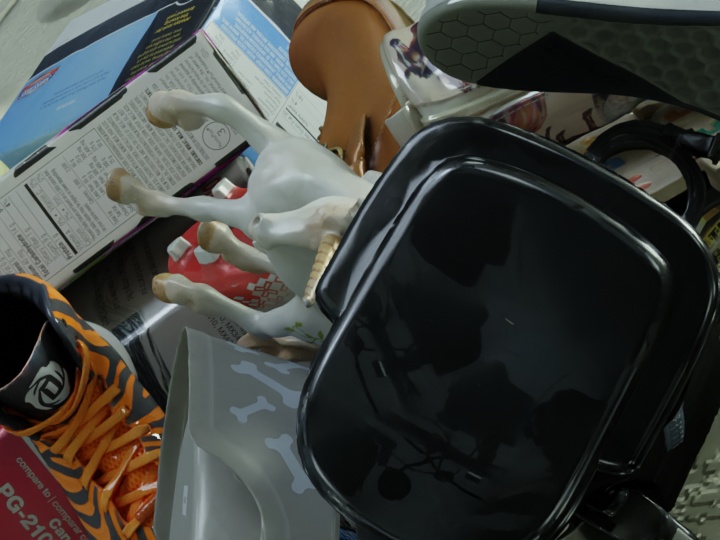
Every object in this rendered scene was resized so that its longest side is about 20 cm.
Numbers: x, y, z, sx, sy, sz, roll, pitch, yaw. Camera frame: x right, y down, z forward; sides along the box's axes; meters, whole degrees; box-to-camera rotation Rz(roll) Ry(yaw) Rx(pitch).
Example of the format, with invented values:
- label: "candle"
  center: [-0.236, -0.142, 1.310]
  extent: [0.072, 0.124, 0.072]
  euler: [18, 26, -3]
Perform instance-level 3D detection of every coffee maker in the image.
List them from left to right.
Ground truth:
- label: "coffee maker"
  center: [0.059, 0.017, 0.929]
  extent: [0.200, 0.134, 0.193]
  euler: [57, -141, -76]

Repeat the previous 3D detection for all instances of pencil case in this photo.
- label: "pencil case"
  center: [0.106, -0.098, 1.110]
  extent: [0.199, 0.078, 0.089]
  euler: [-24, -1, 9]

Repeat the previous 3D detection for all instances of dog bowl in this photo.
- label: "dog bowl"
  center: [-0.047, 0.124, 1.031]
  extent: [0.200, 0.058, 0.201]
  euler: [-175, 90, -82]

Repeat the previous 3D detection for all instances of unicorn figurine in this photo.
- label: "unicorn figurine"
  center: [-0.025, -0.012, 1.002]
  extent: [0.137, 0.200, 0.074]
  euler: [18, 81, 27]

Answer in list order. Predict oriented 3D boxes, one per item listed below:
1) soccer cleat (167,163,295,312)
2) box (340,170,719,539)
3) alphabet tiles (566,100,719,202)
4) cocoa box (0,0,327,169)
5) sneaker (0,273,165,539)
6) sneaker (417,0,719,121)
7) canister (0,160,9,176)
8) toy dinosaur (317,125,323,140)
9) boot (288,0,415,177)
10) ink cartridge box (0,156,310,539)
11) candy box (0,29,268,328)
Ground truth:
- label: "soccer cleat"
  center: [0.000, 0.000, 1.118]
  extent: [0.199, 0.085, 0.069]
  euler: [-7, 39, 43]
- label: "box"
  center: [0.059, 0.034, 1.152]
  extent: [0.200, 0.050, 0.198]
  euler: [-50, 23, -15]
- label: "alphabet tiles"
  center: [0.167, -0.079, 1.125]
  extent: [0.195, 0.015, 0.200]
  euler: [-29, 17, -1]
- label: "cocoa box"
  center: [-0.094, -0.080, 1.510]
  extent: [0.200, 0.133, 0.131]
  euler: [-19, 33, 47]
- label: "sneaker"
  center: [-0.114, 0.080, 1.171]
  extent: [0.078, 0.112, 0.200]
  euler: [-45, 60, -1]
- label: "sneaker"
  center: [0.130, -0.130, 1.027]
  extent: [0.077, 0.201, 0.147]
  euler: [103, 178, -56]
- label: "canister"
  center: [-0.217, 0.006, 1.485]
  extent: [0.148, 0.200, 0.087]
  euler: [-26, 28, 40]
- label: "toy dinosaur"
  center: [0.046, -0.063, 1.342]
  extent: [0.199, 0.061, 0.106]
  euler: [-22, 20, -7]
- label: "boot"
  center: [-0.007, -0.047, 1.236]
  extent: [0.155, 0.074, 0.200]
  euler: [-55, 31, -12]
- label: "ink cartridge box"
  center: [-0.107, 0.048, 1.335]
  extent: [0.200, 0.084, 0.145]
  euler: [-36, 20, 2]
- label: "candy box"
  center: [-0.140, -0.031, 1.313]
  extent: [0.200, 0.061, 0.136]
  euler: [-36, 4, -2]
